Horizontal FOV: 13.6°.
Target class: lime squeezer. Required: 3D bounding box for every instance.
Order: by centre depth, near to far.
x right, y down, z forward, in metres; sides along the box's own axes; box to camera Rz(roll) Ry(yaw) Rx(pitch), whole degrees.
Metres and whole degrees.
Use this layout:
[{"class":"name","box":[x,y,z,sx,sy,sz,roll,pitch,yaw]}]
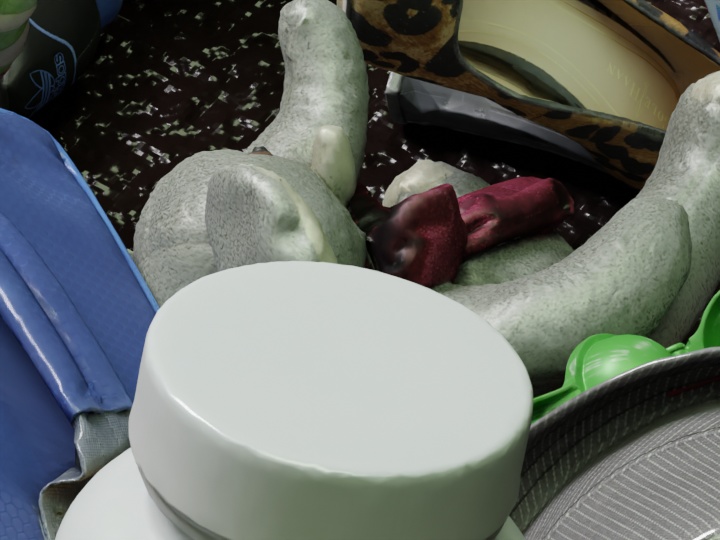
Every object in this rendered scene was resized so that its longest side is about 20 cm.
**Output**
[{"class":"lime squeezer","box":[0.090,0.025,0.792,0.199,0.071,0.038,-21,91,-10]}]

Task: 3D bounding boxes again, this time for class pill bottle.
[{"class":"pill bottle","box":[-0.019,0.104,0.679,0.112,0.201,0.113,8,30,-5]}]

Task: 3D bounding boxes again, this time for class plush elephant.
[{"class":"plush elephant","box":[0.000,0.000,0.859,0.164,0.155,0.201,-8,49,51]}]

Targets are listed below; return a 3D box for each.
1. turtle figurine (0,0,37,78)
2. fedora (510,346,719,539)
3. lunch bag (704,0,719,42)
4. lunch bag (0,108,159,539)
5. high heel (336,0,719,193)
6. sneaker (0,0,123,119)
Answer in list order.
[{"class":"turtle figurine","box":[-0.154,-0.113,0.879,0.143,0.200,0.195,-10,53,43]},{"class":"fedora","box":[0.087,0.119,0.727,0.177,0.200,0.090,38,18,0]},{"class":"lunch bag","box":[0.200,-0.123,0.936,0.199,0.083,0.161,-14,40,4]},{"class":"lunch bag","box":[-0.118,0.050,0.785,0.135,0.133,0.200,-2,48,-42]},{"class":"high heel","box":[0.070,-0.079,0.923,0.142,0.200,0.072,11,75,12]},{"class":"sneaker","box":[-0.182,-0.105,1.016,0.199,0.070,0.078,18,43,12]}]
